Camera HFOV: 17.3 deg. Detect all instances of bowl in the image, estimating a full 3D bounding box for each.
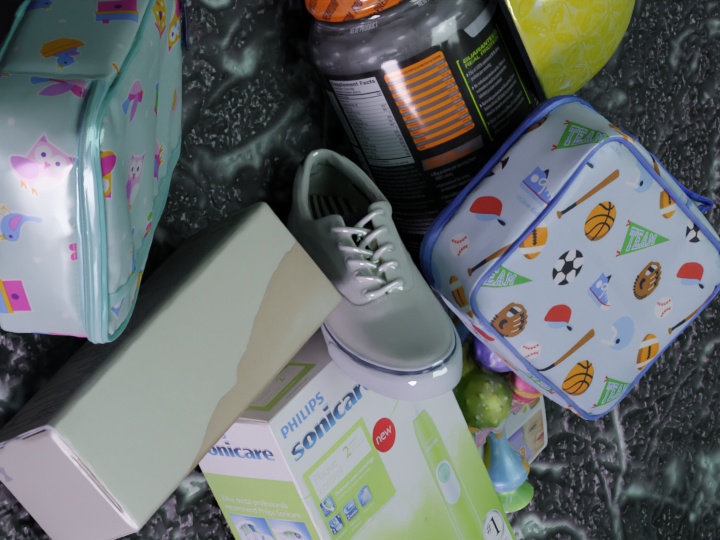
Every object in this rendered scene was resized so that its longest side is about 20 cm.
[{"bbox_3d":[0.124,-0.215,1.496,0.107,0.200,0.200,-25,117,4],"label":"bowl"}]

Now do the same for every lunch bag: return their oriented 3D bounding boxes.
[{"bbox_3d":[0.137,-0.008,1.454,0.160,0.076,0.200,-50,138,-1],"label":"lunch bag"},{"bbox_3d":[-0.141,-0.065,1.247,0.200,0.077,0.161,-75,167,-54],"label":"lunch bag"}]

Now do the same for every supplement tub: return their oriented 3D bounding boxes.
[{"bbox_3d":[0.045,-0.112,1.482,0.123,0.122,0.200,-46,122,-36],"label":"supplement tub"}]

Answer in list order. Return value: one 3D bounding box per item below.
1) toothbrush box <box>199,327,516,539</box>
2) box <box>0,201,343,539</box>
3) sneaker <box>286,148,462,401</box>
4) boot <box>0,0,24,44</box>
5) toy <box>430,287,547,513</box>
[{"bbox_3d":[-0.005,0.130,1.464,0.146,0.086,0.200,-43,119,-38],"label":"toothbrush box"},{"bbox_3d":[-0.111,0.059,1.333,0.078,0.095,0.200,50,56,-13],"label":"box"},{"bbox_3d":[0.000,0.000,1.397,0.073,0.200,0.071,-20,130,-15],"label":"sneaker"},{"bbox_3d":[-0.214,-0.093,1.260,0.165,0.065,0.200,48,49,-46],"label":"boot"},{"bbox_3d":[0.092,0.079,1.550,0.115,0.047,0.200,-41,139,-34],"label":"toy"}]
